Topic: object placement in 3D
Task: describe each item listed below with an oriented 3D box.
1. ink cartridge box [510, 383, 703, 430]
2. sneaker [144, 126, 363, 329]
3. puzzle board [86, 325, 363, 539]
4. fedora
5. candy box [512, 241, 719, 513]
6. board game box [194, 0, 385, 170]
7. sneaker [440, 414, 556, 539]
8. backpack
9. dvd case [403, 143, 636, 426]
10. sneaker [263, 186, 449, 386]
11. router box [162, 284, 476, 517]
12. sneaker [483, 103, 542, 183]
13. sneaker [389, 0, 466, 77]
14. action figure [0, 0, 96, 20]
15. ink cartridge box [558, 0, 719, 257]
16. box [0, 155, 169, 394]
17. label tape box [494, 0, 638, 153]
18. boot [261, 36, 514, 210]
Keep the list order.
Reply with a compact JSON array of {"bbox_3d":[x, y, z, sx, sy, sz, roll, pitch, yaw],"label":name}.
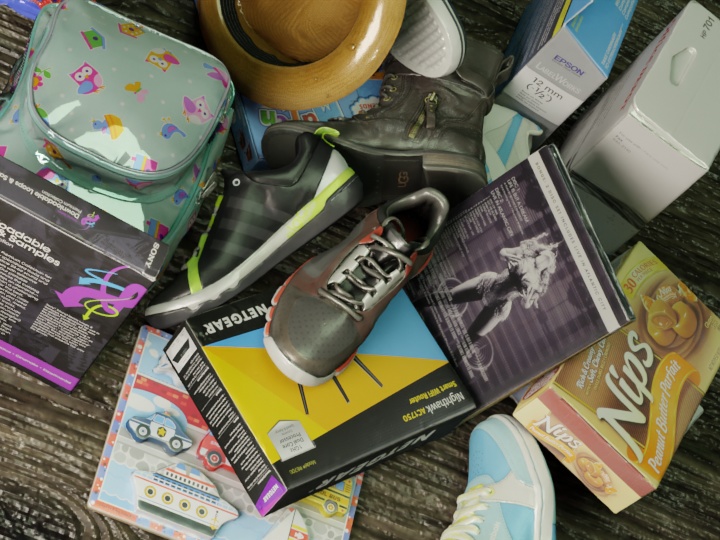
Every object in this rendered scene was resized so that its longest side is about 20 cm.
[{"bbox_3d":[0.178,0.082,1.621,0.200,0.042,0.119,49,53,-1],"label":"ink cartridge box"},{"bbox_3d":[-0.090,-0.035,1.494,0.199,0.072,0.083,-36,91,-9],"label":"sneaker"},{"bbox_3d":[-0.091,0.141,1.472,0.199,0.017,0.152,23,58,-15],"label":"puzzle board"},{"bbox_3d":[-0.034,-0.217,1.554,0.082,0.200,0.202,-1,64,-56],"label":"fedora"},{"bbox_3d":[0.212,0.081,1.572,0.115,0.055,0.200,43,46,-5],"label":"candy box"},{"bbox_3d":[-0.050,-0.179,1.636,0.150,0.037,0.202,-7,69,-29],"label":"board game box"},{"bbox_3d":[0.078,0.201,1.490,0.130,0.080,0.202,5,63,-26],"label":"sneaker"},{"bbox_3d":[-0.192,-0.085,1.448,0.175,0.153,0.201,24,63,-9],"label":"backpack"},{"bbox_3d":[0.104,0.017,1.525,0.016,0.199,0.150,-4,66,-52],"label":"dvd case"},{"bbox_3d":[0.000,0.000,1.467,0.077,0.082,0.200,40,52,-2],"label":"sneaker"},{"bbox_3d":[-0.028,0.081,1.490,0.199,0.051,0.150,-20,71,-40],"label":"router box"},{"bbox_3d":[0.103,-0.054,1.624,0.080,0.077,0.201,16,59,-8],"label":"sneaker"},{"bbox_3d":[0.037,-0.234,1.606,0.079,0.079,0.200,-18,51,-33],"label":"sneaker"},{"bbox_3d":[-0.241,-0.208,1.543,0.199,0.052,0.066,27,31,-15],"label":"action figure"},{"bbox_3d":[0.230,-0.107,1.641,0.086,0.200,0.147,37,56,-5],"label":"ink cartridge box"},{"bbox_3d":[-0.228,0.005,1.357,0.142,0.200,0.036,28,56,-12],"label":"box"},{"bbox_3d":[0.188,-0.209,1.669,0.066,0.200,0.144,32,56,-10],"label":"label tape box"},{"bbox_3d":[0.024,-0.132,1.594,0.198,0.069,0.175,11,49,-6],"label":"boot"}]
